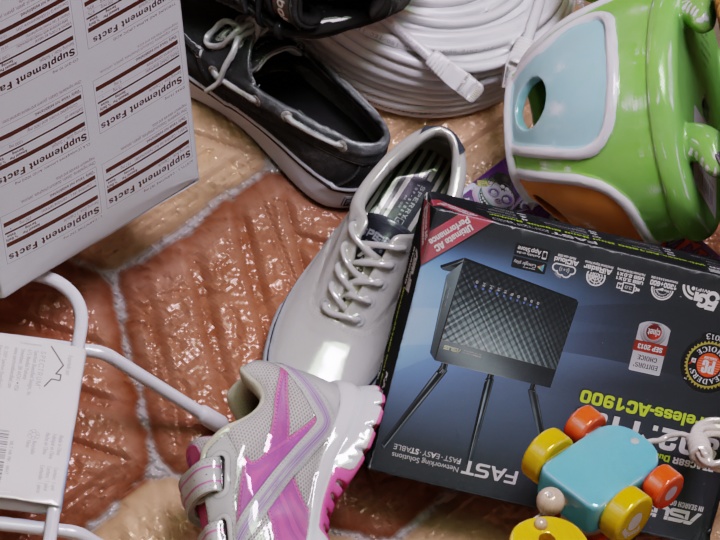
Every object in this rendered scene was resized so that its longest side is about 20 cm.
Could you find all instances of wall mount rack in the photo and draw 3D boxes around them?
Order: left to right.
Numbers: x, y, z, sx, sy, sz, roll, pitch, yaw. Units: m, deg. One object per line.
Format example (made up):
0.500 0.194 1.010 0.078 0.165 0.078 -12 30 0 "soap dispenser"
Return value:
-0.157 0.101 1.484 0.173 0.075 0.200 8 54 -4 "wall mount rack"

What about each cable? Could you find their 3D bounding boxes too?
0.036 -0.188 1.736 0.200 0.069 0.200 30 53 8 "cable"

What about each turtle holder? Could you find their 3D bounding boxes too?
0.152 -0.105 1.622 0.131 0.141 0.186 -7 92 21 "turtle holder"

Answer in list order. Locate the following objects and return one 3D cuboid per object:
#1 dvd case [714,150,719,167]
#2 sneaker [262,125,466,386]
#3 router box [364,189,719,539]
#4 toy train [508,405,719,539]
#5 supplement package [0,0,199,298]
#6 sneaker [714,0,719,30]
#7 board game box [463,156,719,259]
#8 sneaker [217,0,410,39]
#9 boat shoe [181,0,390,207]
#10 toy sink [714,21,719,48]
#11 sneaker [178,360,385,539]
0.258 0.024 1.573 0.025 0.200 0.150 -29 64 9 "dvd case"
0.000 0.000 1.580 0.073 0.071 0.200 22 64 8 "sneaker"
0.112 0.054 1.537 0.200 0.150 0.062 13 10 -5 "router box"
0.145 0.156 1.443 0.150 0.056 0.200 10 40 0 "toy train"
-0.207 -0.133 1.518 0.147 0.200 0.191 -32 47 -31 "supplement package"
0.259 -0.086 1.525 0.088 0.075 0.200 -26 67 8 "sneaker"
0.149 0.007 1.654 0.200 0.032 0.120 42 52 16 "board game box"
-0.055 -0.179 1.622 0.200 0.071 0.098 7 33 11 "sneaker"
-0.062 -0.122 1.662 0.074 0.068 0.199 -32 68 -31 "boat shoe"
0.263 -0.193 1.769 0.130 0.112 0.200 -24 64 -28 "toy sink"
-0.059 0.131 1.473 0.088 0.081 0.200 25 52 -5 "sneaker"
